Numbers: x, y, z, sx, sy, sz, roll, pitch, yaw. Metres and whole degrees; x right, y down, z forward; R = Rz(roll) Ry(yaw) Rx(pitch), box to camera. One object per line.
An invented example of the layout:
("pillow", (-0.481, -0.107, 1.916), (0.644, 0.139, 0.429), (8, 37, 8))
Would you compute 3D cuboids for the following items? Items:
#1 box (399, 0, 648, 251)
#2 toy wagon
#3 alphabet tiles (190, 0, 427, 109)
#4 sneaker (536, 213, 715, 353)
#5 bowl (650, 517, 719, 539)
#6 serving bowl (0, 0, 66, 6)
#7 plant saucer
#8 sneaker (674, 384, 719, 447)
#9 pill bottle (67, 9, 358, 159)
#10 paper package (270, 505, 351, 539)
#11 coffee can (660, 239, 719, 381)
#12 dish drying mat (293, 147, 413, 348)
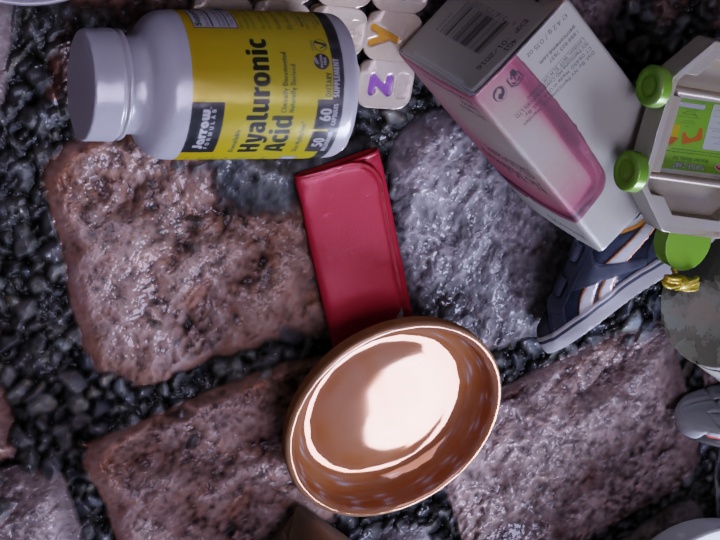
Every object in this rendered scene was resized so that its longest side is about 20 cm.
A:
("box", (0.147, -0.131, 1.565), (0.109, 0.128, 0.200), (-46, 124, -4))
("toy wagon", (0.269, -0.083, 1.552), (0.155, 0.040, 0.201), (6, 106, -33))
("alphabet tiles", (-0.042, -0.190, 1.531), (0.195, 0.015, 0.201), (1, 111, -25))
("sneaker", (0.210, -0.008, 1.667), (0.079, 0.078, 0.200), (50, 126, 0))
("bowl", (0.313, 0.311, 1.859), (0.200, 0.090, 0.202), (-9, 114, -21))
("serving bowl", (-0.235, -0.291, 1.372), (0.199, 0.066, 0.201), (-9, 115, -20))
("plant saucer", (0.023, 0.119, 1.664), (0.199, 0.037, 0.201), (-13, 126, -18))
("sneaker", (0.381, 0.164, 1.838), (0.199, 0.077, 0.082), (7, 128, -16))
("pill bottle", (-0.111, -0.137, 1.449), (0.199, 0.111, 0.112), (-2, 112, -22))
("paper package", (0.010, 0.321, 1.669), (0.200, 0.191, 0.104), (39, 95, -31))
("coffee can", (0.375, 0.054, 1.711), (0.200, 0.146, 0.147), (33, 96, -43))
("dish drying mat", (0.000, 0.000, 1.628), (0.077, 0.018, 0.201), (-19, 118, -14))
